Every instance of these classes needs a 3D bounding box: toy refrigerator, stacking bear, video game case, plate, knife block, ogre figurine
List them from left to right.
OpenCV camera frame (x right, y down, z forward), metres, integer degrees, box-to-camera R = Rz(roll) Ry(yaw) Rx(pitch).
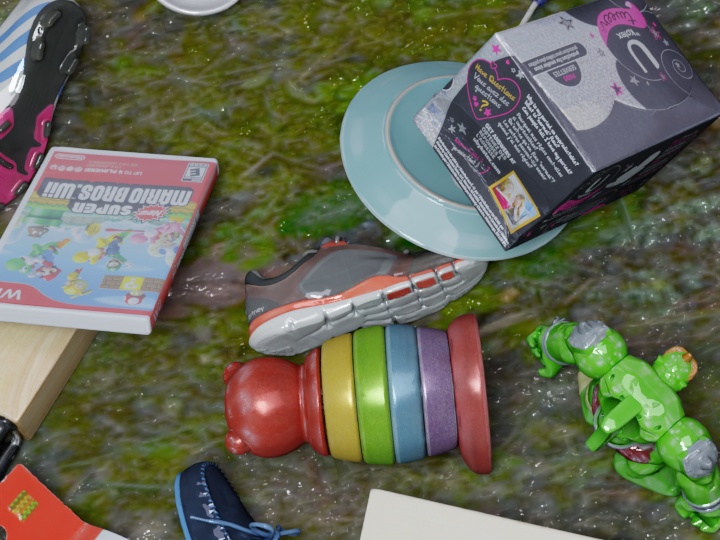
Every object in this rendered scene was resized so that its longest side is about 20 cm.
[{"bbox_3d":[-0.261,0.088,1.415,0.199,0.064,0.176,-15,74,-6],"label":"knife block"},{"bbox_3d":[-0.201,-0.027,1.412,0.142,0.018,0.200,5,40,10],"label":"video game case"},{"bbox_3d":[-0.005,0.098,1.397,0.199,0.114,0.122,-6,72,2],"label":"stacking bear"},{"bbox_3d":[0.083,-0.096,1.464,0.199,0.026,0.201,8,54,-10],"label":"plate"},{"bbox_3d":[0.097,0.223,1.371,0.199,0.076,0.070,12,73,2],"label":"toy refrigerator"},{"bbox_3d":[0.208,0.108,1.386,0.098,0.120,0.201,-20,74,-7],"label":"ogre figurine"}]

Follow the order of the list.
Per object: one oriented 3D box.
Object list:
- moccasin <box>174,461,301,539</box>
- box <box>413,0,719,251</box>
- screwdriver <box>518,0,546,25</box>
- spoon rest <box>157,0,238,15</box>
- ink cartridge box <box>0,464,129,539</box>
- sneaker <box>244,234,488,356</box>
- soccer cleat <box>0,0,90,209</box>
[{"bbox_3d":[-0.066,0.226,1.366,0.068,0.080,0.201,-31,86,22],"label":"moccasin"},{"bbox_3d":[0.162,-0.121,1.408,0.200,0.115,0.132,-23,75,-48],"label":"box"},{"bbox_3d":[0.139,-0.209,1.513,0.028,0.029,0.200,39,58,-14],"label":"screwdriver"},{"bbox_3d":[-0.178,-0.284,1.535,0.199,0.061,0.100,31,75,9],"label":"spoon rest"},{"bbox_3d":[-0.210,0.250,1.320,0.200,0.050,0.162,44,52,-6],"label":"ink cartridge box"},{"bbox_3d":[0.000,0.000,1.443,0.199,0.077,0.082,-16,66,-7],"label":"sneaker"},{"bbox_3d":[-0.286,-0.134,1.491,0.086,0.070,0.201,25,86,49],"label":"soccer cleat"}]
